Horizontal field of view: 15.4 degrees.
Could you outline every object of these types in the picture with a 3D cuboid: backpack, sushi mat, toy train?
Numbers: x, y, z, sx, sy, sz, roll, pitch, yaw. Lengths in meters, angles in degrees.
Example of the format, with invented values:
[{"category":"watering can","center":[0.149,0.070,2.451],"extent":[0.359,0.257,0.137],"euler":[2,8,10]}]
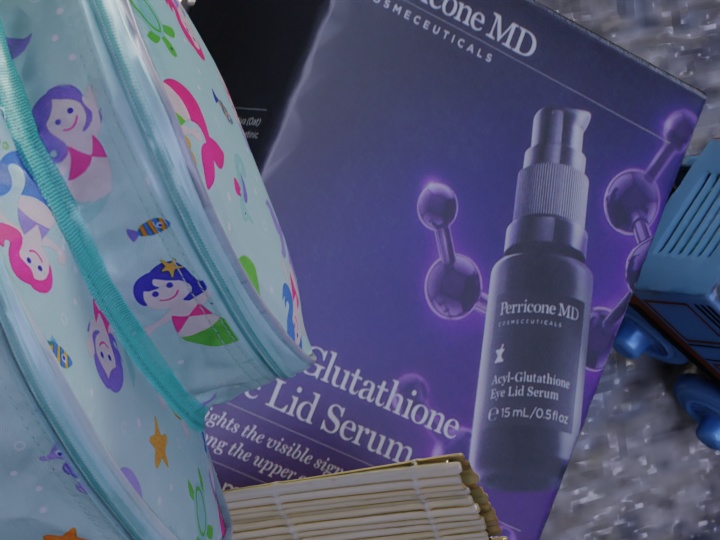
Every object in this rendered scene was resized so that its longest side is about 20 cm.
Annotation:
[{"category":"backpack","center":[-0.099,-0.004,0.720],"extent":[0.150,0.200,0.178],"euler":[-18,142,8]},{"category":"sushi mat","center":[-0.053,0.097,0.816],"extent":[0.096,0.200,0.012],"euler":[67,19,-48]},{"category":"toy train","center":[0.168,0.032,0.962],"extent":[0.200,0.114,0.087],"euler":[42,76,-24]}]

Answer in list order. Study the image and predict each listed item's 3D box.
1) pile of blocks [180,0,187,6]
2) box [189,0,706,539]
[{"category":"pile of blocks","center":[-0.144,-0.092,0.827],"extent":[0.200,0.082,0.062],"euler":[2,137,-19]},{"category":"box","center":[0.000,0.000,0.876],"extent":[0.148,0.104,0.200],"euler":[24,84,-27]}]
